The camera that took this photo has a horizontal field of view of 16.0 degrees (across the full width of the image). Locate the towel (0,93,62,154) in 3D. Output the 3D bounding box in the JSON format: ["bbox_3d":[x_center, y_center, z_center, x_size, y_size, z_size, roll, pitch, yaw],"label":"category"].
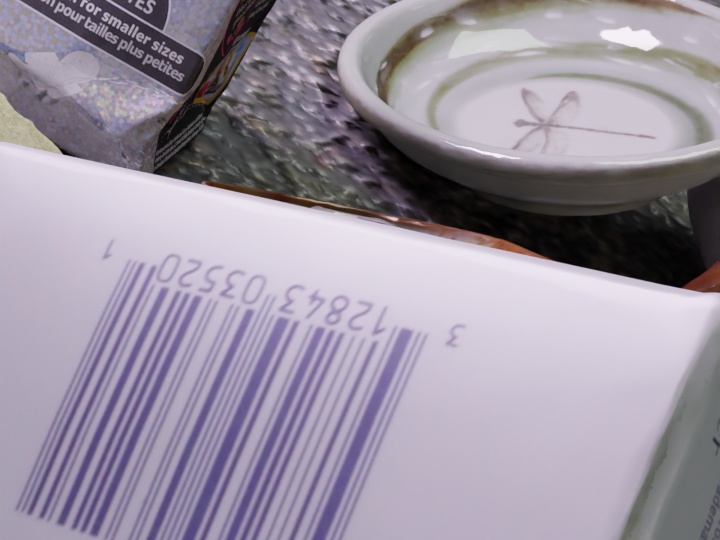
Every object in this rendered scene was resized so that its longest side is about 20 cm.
[{"bbox_3d":[-0.136,-0.004,0.785,0.148,0.037,0.200,43,24,22],"label":"towel"}]

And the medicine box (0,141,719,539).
[{"bbox_3d":[0.017,0.073,0.559,0.181,0.103,0.200,12,-20,34],"label":"medicine box"}]

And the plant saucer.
[{"bbox_3d":[0.089,-0.068,1.110,0.199,0.051,0.200,1,28,0],"label":"plant saucer"}]

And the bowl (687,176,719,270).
[{"bbox_3d":[0.233,0.017,1.138,0.199,0.075,0.200,23,26,-19],"label":"bowl"}]

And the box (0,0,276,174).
[{"bbox_3d":[-0.128,-0.137,0.934,0.199,0.115,0.132,31,15,0],"label":"box"}]

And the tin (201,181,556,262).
[{"bbox_3d":[0.000,0.000,0.844,0.111,0.042,0.200,15,3,-7],"label":"tin"}]

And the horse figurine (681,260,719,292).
[{"bbox_3d":[0.085,0.037,0.847,0.200,0.132,0.050,-32,95,-51],"label":"horse figurine"}]
